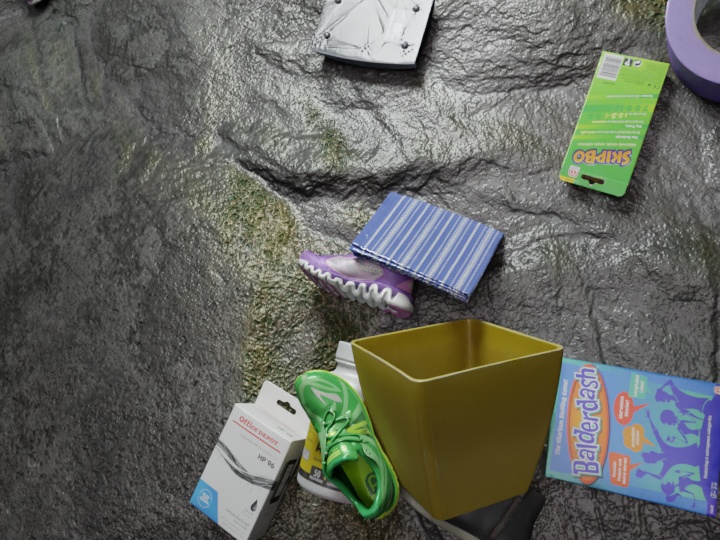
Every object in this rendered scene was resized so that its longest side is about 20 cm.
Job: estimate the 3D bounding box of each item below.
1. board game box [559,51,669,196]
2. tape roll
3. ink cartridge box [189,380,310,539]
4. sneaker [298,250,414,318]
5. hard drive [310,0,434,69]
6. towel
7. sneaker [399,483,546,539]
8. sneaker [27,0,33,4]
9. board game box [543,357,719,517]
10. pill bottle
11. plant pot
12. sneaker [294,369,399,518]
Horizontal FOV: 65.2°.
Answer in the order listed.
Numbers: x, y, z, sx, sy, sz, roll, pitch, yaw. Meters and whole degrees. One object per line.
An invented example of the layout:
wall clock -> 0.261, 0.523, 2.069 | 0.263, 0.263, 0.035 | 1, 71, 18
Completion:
board game box -> 0.361, -0.209, 0.808 | 0.093, 0.030, 0.205 | 20, 83, 22
tape roll -> 0.505, -0.329, 0.728 | 0.195, 0.084, 0.207 | -2, 86, 32
ink cartridge box -> -0.160, 0.283, 0.856 | 0.114, 0.068, 0.204 | 24, 86, 21
sneaker -> 0.000, 0.000, 0.863 | 0.195, 0.081, 0.091 | 18, 77, 16
hard drive -> 0.022, -0.410, 0.955 | 0.195, 0.042, 0.139 | 15, 83, 21
towel -> 0.097, -0.041, 0.833 | 0.196, 0.024, 0.146 | 23, 54, 20
sneaker -> 0.142, 0.296, 0.757 | 0.196, 0.075, 0.108 | 28, 83, 12
sneaker -> -0.739, -0.679, 1.244 | 0.079, 0.083, 0.205 | -24, 73, 12
board game box -> 0.343, 0.205, 0.717 | 0.194, 0.045, 0.157 | 6, 81, 20
pill bottle -> -0.016, 0.211, 0.801 | 0.108, 0.111, 0.206 | 10, 81, 20
plant pot -> 0.116, 0.179, 0.700 | 0.194, 0.199, 0.182 | -8, 97, -21
sneaker -> -0.018, 0.210, 0.698 | 0.074, 0.083, 0.202 | -37, 74, 9
